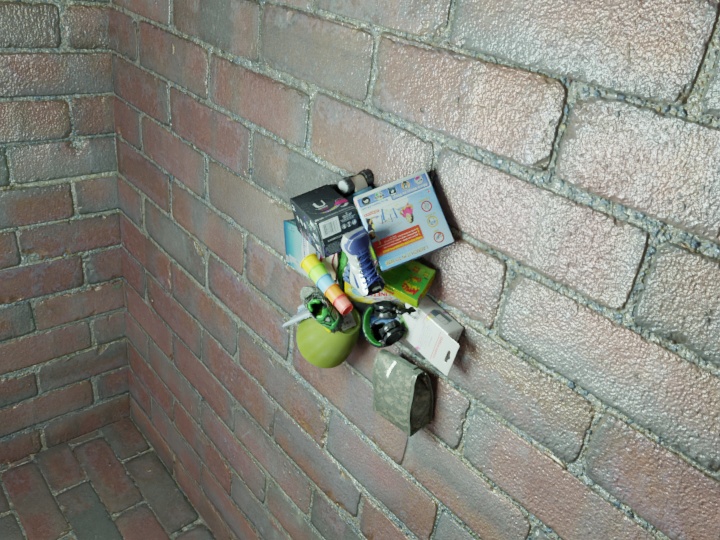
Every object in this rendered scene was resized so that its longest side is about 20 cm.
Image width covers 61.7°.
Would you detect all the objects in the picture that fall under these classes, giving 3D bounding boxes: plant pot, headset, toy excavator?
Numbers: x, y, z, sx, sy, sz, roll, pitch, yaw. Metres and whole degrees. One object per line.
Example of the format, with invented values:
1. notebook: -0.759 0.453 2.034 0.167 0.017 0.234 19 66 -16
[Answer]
1. plant pot: -0.075 0.176 1.801 0.189 0.185 0.200 64 150 11
2. headset: 0.069 0.136 1.617 0.199 0.093 0.125 -28 73 42
3. toy excavator: -0.026 -0.164 1.736 0.193 0.099 0.203 -13 101 52

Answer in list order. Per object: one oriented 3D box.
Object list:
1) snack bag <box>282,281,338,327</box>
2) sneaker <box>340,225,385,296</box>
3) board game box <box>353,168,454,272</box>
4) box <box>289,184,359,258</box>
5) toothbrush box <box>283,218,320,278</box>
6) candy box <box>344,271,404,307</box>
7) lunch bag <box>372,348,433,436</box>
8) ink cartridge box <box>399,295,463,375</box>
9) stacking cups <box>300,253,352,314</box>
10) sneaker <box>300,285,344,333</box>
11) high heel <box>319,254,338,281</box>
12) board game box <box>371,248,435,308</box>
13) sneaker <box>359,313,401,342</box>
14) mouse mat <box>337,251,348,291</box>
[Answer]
1. snack bag: -0.146 0.102 1.883 0.188 0.200 0.022 -25 103 50
2. sneaker: 0.015 -0.006 1.472 0.115 0.080 0.201 48 155 32
3. board game box: 0.107 -0.124 1.511 0.056 0.197 0.198 91 159 -84
4. box: -0.094 -0.136 1.608 0.200 0.121 0.107 43 151 54
5. toothbrush box: -0.166 -0.075 1.894 0.199 0.084 0.149 27 123 59
6. candy box: 0.054 0.050 1.657 0.197 0.027 0.103 7 131 9
7. lunch bag: 0.120 0.331 1.707 0.163 0.117 0.203 24 125 44
8. ink cartridge box: 0.196 0.167 1.599 0.200 0.067 0.118 43 132 33
9. stacking cups: -0.092 0.042 1.696 0.201 0.060 0.061 50 135 23
10. sneaker: -0.120 0.092 1.697 0.078 0.085 0.200 -48 39 -3
11. high heel: -0.090 -0.008 1.749 0.096 0.066 0.203 -120 39 -76
12. board game box: 0.087 0.007 1.593 0.198 0.102 0.048 27 157 18
13. sneaker: 0.047 0.169 1.755 0.199 0.088 0.080 -16 90 56
14. mouse mat: -0.054 -0.046 1.737 0.201 0.007 0.163 110 150 -58
